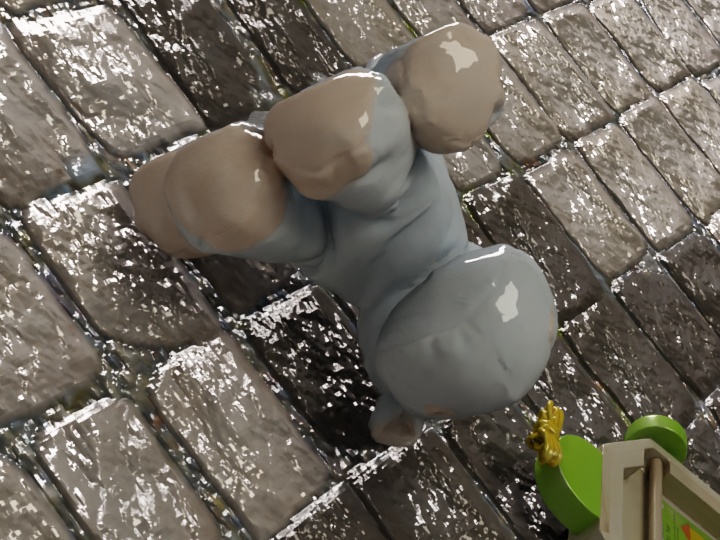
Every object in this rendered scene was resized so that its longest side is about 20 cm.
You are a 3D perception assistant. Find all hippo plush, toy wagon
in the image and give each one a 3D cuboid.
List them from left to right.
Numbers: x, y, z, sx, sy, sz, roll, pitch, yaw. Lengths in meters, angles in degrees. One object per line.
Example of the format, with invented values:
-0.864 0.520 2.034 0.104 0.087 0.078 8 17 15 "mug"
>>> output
0.000 0.000 0.907 0.162 0.158 0.200 65 -13 -5 "hippo plush"
0.146 0.137 1.008 0.200 0.040 0.156 38 31 -18 "toy wagon"
